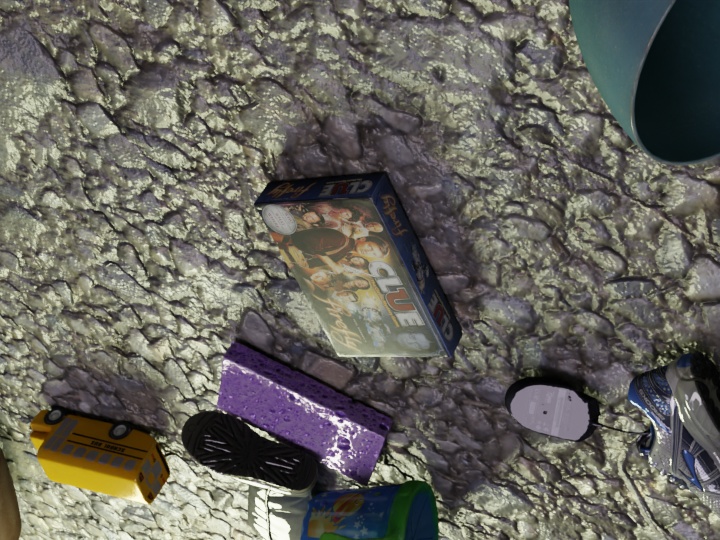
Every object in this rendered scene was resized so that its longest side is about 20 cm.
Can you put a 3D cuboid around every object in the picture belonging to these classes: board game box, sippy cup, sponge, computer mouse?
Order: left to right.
[{"bbox_3d":[-0.066,0.159,1.471,0.199,0.030,0.112,26,142,6],"label":"sponge"},{"bbox_3d":[0.000,0.000,1.253,0.135,0.035,0.201,-2,131,35],"label":"board game box"},{"bbox_3d":[0.007,0.299,1.472,0.129,0.140,0.178,0,140,20],"label":"sippy cup"},{"bbox_3d":[0.235,0.142,1.260,0.199,0.034,0.059,15,114,12],"label":"computer mouse"}]

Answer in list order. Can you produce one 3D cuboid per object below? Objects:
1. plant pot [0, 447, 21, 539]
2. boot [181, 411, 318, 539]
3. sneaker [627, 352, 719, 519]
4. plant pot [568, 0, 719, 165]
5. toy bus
[{"bbox_3d":[-0.567,0.290,1.845,0.186,0.187,0.201,20,126,13],"label":"plant pot"},{"bbox_3d":[-0.125,0.254,1.571,0.181,0.073,0.200,26,156,10],"label":"boot"},{"bbox_3d":[0.302,0.161,1.194,0.085,0.077,0.201,-15,114,32],"label":"sneaker"},{"bbox_3d":[0.205,-0.186,0.821,0.135,0.199,0.201,51,153,34],"label":"plant pot"},{"bbox_3d":[-0.340,0.236,1.695,0.199,0.078,0.065,8,136,26],"label":"toy bus"}]
